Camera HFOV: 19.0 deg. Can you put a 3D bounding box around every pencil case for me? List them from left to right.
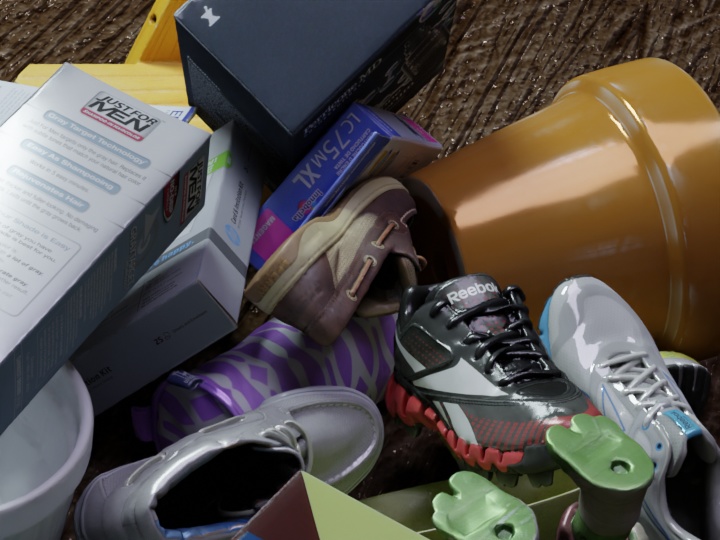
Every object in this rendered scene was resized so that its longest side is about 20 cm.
[{"bbox_3d":[-0.045,0.067,1.285,0.085,0.085,0.200,8,23,36],"label":"pencil case"}]

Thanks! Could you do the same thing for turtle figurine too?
[{"bbox_3d":[0.067,0.148,0.995,0.143,0.195,0.201,-1,41,-1],"label":"turtle figurine"}]

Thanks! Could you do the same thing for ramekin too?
[{"bbox_3d":[-0.243,0.108,1.120,0.198,0.106,0.201,9,32,-6],"label":"ramekin"}]

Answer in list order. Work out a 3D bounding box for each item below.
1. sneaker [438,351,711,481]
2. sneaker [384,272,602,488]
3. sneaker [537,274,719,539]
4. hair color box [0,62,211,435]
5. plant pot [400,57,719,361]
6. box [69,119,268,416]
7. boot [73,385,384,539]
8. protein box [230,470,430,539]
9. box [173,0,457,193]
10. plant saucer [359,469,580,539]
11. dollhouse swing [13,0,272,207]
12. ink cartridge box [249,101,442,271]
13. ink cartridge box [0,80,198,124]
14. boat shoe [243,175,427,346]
[{"bbox_3d":[0.130,0.079,1.328,0.199,0.079,0.090,-8,30,-33],"label":"sneaker"},{"bbox_3d":[0.072,0.056,1.184,0.070,0.099,0.200,-8,15,-24],"label":"sneaker"},{"bbox_3d":[0.168,0.087,1.229,0.074,0.087,0.201,-16,73,-24],"label":"sneaker"},{"bbox_3d":[-0.172,-0.015,1.131,0.098,0.061,0.200,26,50,15],"label":"hair color box"},{"bbox_3d":[0.126,-0.021,1.384,0.182,0.201,0.200,-13,39,-18],"label":"plant pot"},{"bbox_3d":[-0.134,0.006,1.286,0.041,0.155,0.200,50,22,-22],"label":"box"},{"bbox_3d":[-0.049,0.110,1.141,0.199,0.074,0.095,-22,4,-34],"label":"boot"},{"bbox_3d":[0.010,0.234,0.903,0.198,0.201,0.135,26,43,22],"label":"protein box"},{"bbox_3d":[-0.027,-0.144,1.362,0.148,0.200,0.107,-44,82,-9],"label":"box"},{"bbox_3d":[0.042,0.140,1.156,0.198,0.031,0.200,-13,1,0],"label":"plant saucer"},{"bbox_3d":[-0.119,-0.152,1.530,0.175,0.183,0.200,13,25,-41],"label":"dollhouse swing"},{"bbox_3d":[-0.015,-0.048,1.360,0.042,0.119,0.200,42,9,7],"label":"ink cartridge box"},{"bbox_3d":[-0.230,-0.054,1.387,0.198,0.041,0.200,10,37,20],"label":"ink cartridge box"},{"bbox_3d":[0.000,0.000,1.271,0.072,0.072,0.200,41,20,6],"label":"boat shoe"}]
